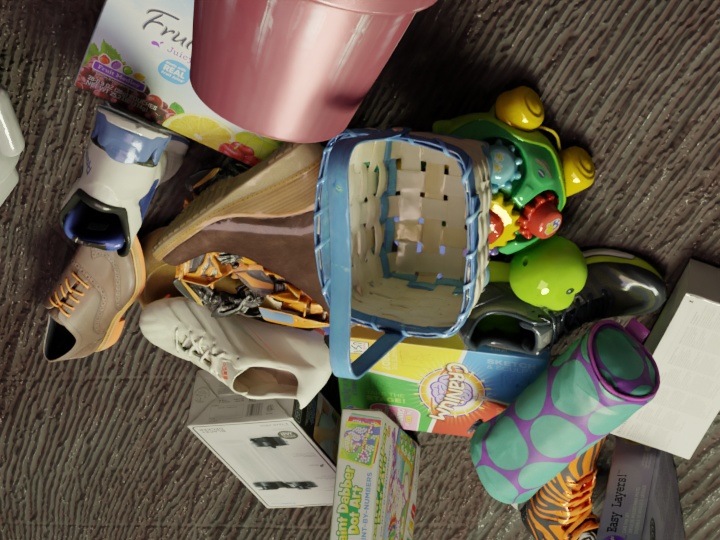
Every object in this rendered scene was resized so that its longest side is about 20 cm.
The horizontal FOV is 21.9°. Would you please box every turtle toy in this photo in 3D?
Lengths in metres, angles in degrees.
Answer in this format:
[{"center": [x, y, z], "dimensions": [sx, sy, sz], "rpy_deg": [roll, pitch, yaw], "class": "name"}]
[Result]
[{"center": [0.122, -0.052, 1.563], "dimensions": [0.145, 0.102, 0.200], "rpy_deg": [-25, 122, 35], "class": "turtle toy"}]

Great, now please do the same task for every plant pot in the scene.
[{"center": [-0.042, -0.203, 1.366], "dimensions": [0.198, 0.201, 0.180], "rpy_deg": [19, 120, -2], "class": "plant pot"}, {"center": [-0.132, 0.038, 1.757], "dimensions": [0.198, 0.028, 0.201], "rpy_deg": [18, 141, 15], "class": "plant pot"}]

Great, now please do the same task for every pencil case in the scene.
[{"center": [0.178, 0.126, 1.649], "dimensions": [0.085, 0.092, 0.200], "rpy_deg": [43, 133, -1], "class": "pencil case"}]

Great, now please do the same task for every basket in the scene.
[{"center": [0.025, -0.023, 1.431], "dimensions": [0.138, 0.200, 0.178], "rpy_deg": [7, 105, 20], "class": "basket"}]

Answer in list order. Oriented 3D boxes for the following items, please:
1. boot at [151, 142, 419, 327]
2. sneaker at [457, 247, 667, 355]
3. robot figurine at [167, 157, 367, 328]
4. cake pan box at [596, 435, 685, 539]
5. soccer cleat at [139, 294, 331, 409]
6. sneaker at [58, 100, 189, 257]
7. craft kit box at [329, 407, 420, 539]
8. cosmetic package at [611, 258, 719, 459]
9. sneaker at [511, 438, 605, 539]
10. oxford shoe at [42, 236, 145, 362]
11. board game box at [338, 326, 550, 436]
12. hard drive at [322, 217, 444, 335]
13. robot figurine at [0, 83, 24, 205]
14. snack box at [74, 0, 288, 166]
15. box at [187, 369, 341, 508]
[{"center": [-0.064, -0.008, 1.578], "dimensions": [0.199, 0.073, 0.167], "rpy_deg": [-29, 109, 28], "class": "boot"}, {"center": [0.173, 0.036, 1.639], "dimensions": [0.198, 0.081, 0.074], "rpy_deg": [-7, 133, 7], "class": "sneaker"}, {"center": [-0.078, -0.018, 1.643], "dimensions": [0.198, 0.058, 0.147], "rpy_deg": [10, 104, 8], "class": "robot figurine"}, {"center": [0.270, 0.271, 1.778], "dimensions": [0.052, 0.185, 0.201], "rpy_deg": [2, 135, 20], "class": "cake pan box"}, {"center": [-0.122, 0.073, 1.706], "dimensions": [0.198, 0.078, 0.070], "rpy_deg": [12, 140, 20], "class": "soccer cleat"}, {"center": [-0.207, -0.076, 1.564], "dimensions": [0.080, 0.199, 0.116], "rpy_deg": [25, 94, -1], "class": "sneaker"}, {"center": [0.012, 0.247, 1.770], "dimensions": [0.048, 0.202, 0.198], "rpy_deg": [2, 167, 16], "class": "craft kit box"}, {"center": [0.297, 0.082, 1.678], "dimensions": [0.082, 0.051, 0.201], "rpy_deg": [17, 136, -3], "class": "cosmetic package"}, {"center": [0.212, 0.218, 1.780], "dimensions": [0.077, 0.113, 0.201], "rpy_deg": [-20, 153, -20], "class": "sneaker"}, {"center": [-0.255, 0.020, 1.753], "dimensions": [0.071, 0.073, 0.201], "rpy_deg": [44, 140, 21], "class": "oxford shoe"}, {"center": [0.078, 0.098, 1.743], "dimensions": [0.198, 0.041, 0.154], "rpy_deg": [6, 145, 8], "class": "board game box"}, {"center": [0.000, 0.000, 1.705], "dimensions": [0.198, 0.026, 0.133], "rpy_deg": [-8, 130, 24], "class": "hard drive"}, {"center": [-0.368, -0.136, 1.620], "dimensions": [0.168, 0.113, 0.201], "rpy_deg": [2, 134, 25], "class": "robot figurine"}, {"center": [-0.116, -0.185, 1.529], "dimensions": [0.198, 0.068, 0.169], "rpy_deg": [24, 136, -9], "class": "snack box"}, {"center": [-0.076, 0.166, 1.830], "dimensions": [0.115, 0.061, 0.200], "rpy_deg": [-6, 147, 22], "class": "box"}]
